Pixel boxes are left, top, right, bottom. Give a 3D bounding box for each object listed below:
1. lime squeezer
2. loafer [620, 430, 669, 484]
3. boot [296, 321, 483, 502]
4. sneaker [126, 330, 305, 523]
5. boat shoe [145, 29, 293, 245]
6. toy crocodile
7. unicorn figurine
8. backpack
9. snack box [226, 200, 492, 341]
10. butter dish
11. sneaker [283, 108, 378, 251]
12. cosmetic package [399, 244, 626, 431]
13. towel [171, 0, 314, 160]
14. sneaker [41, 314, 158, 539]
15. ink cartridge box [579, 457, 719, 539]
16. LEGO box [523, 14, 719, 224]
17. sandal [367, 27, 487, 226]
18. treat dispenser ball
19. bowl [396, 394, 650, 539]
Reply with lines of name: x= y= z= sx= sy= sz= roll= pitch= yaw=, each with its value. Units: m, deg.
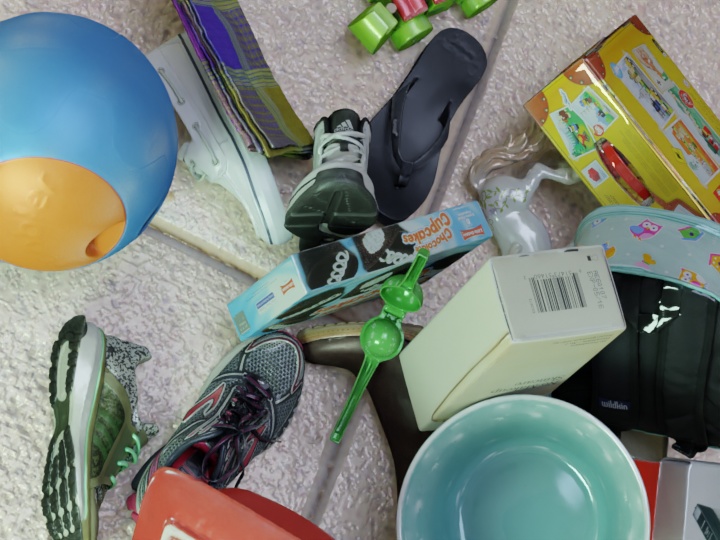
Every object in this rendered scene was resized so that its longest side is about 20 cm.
lime squeezer: x=0.024 y=0.050 z=1.679 sx=0.037 sy=0.201 sz=0.071 roll=17 pitch=33 yaw=-14
loafer: x=0.232 y=0.162 z=1.801 sx=0.075 sy=0.068 sz=0.202 roll=21 pitch=70 yaw=-13
boot: x=0.038 y=0.130 z=1.741 sx=0.198 sy=0.072 sz=0.168 roll=6 pitch=85 yaw=-4
sneaker: x=-0.105 y=0.131 z=1.684 sx=0.080 sy=0.075 sz=0.201 roll=38 pitch=66 yaw=-6
boat shoe: x=-0.122 y=-0.104 z=1.754 sx=0.066 sy=0.074 sz=0.201 roll=-24 pitch=78 yaw=-4
toy crocodile: x=0.070 y=-0.252 z=1.858 sx=0.199 sy=0.062 sz=0.068 roll=-29 pitch=87 yaw=-25
unicorn figurine: x=0.154 y=-0.022 z=1.829 sx=0.136 sy=0.074 sz=0.201 roll=-23 pitch=70 yaw=-14
backpack: x=0.247 y=0.035 z=1.724 sx=0.174 sy=0.201 sz=0.154 roll=12 pitch=55 yaw=19
snack box: x=0.000 y=0.000 z=1.712 sx=0.199 sy=0.116 sz=0.037 roll=-17 pitch=79 yaw=-36
butter dish: x=-0.075 y=0.255 z=1.613 sx=0.198 sy=0.202 sz=0.148 roll=27 pitch=27 yaw=22
sneaker: x=-0.025 y=-0.085 z=1.705 sx=0.075 sy=0.201 sz=0.117 roll=1 pitch=77 yaw=-3
cosmetic package: x=0.115 y=0.055 z=1.626 sx=0.103 sy=0.200 sz=0.074 roll=-7 pitch=69 yaw=-22
towel: x=-0.103 y=-0.180 z=1.746 sx=0.023 sy=0.143 sz=0.201 roll=-29 pitch=82 yaw=17
sneaker: x=-0.199 y=0.138 z=1.654 sx=0.088 sy=0.077 sz=0.202 roll=9 pitch=75 yaw=-26
ink cartridge box: x=0.257 y=0.258 z=1.749 sx=0.172 sy=0.043 sz=0.202 roll=9 pitch=86 yaw=-38
LEGO box: x=0.256 y=-0.110 z=1.843 sx=0.200 sy=0.077 sz=0.149 roll=51 pitch=34 yaw=-1
sandal: x=0.051 y=-0.133 z=1.829 sx=0.076 sy=0.043 sz=0.201 roll=29 pitch=68 yaw=-10
treat dispenser ball: x=-0.242 y=-0.101 z=1.628 sx=0.199 sy=0.201 sz=0.203 roll=5 pitch=74 yaw=-18
bowl: x=0.133 y=0.200 z=1.667 sx=0.199 sy=0.105 sz=0.203 roll=-1 pitch=86 yaw=8
